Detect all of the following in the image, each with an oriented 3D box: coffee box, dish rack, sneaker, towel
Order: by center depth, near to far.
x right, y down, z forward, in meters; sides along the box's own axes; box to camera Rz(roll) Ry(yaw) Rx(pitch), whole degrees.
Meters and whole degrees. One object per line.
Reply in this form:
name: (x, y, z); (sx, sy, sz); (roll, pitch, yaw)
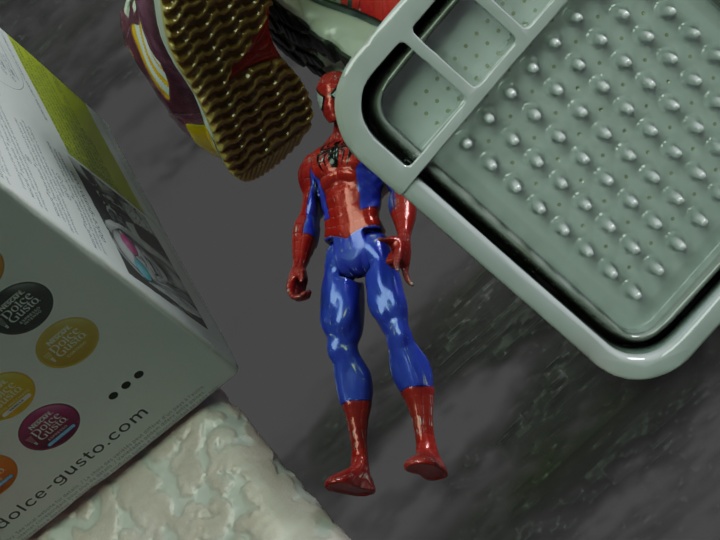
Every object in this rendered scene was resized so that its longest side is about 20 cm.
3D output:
dish rack: (0.105, -0.070, 0.985); (0.200, 0.044, 0.172); (41, 94, -9)
towel: (-0.095, 0.166, 1.055); (0.191, 0.032, 0.200); (-46, 57, 3)
coffee box: (-0.218, 0.000, 1.070); (0.199, 0.198, 0.200); (-38, 48, 9)
sneaker: (-0.085, -0.128, 1.074); (0.075, 0.200, 0.090); (-39, 57, -20)
sneaker: (0.003, -0.137, 1.117); (0.200, 0.077, 0.085); (38, 78, 27)

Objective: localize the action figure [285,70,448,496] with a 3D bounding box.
action figure: (0.000, 0.000, 1.053); (0.065, 0.052, 0.201); (-17, 68, 26)
